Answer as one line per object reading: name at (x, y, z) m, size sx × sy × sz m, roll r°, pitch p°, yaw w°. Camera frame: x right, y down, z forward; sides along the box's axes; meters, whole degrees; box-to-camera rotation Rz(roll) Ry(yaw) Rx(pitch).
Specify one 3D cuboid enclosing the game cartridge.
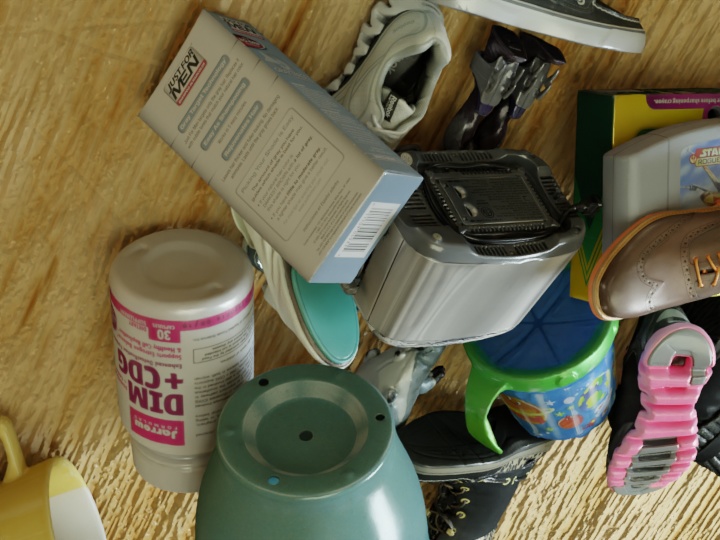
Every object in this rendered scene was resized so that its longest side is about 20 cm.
game cartridge at (0.284, -0.055, 1.135) m, size 0.200 × 0.042 × 0.133 m, roll -9°, pitch 109°, yaw -25°

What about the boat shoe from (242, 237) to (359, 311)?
boat shoe at (0.000, 0.000, 1.179) m, size 0.200 × 0.062 × 0.073 m, roll 12°, pitch 119°, yaw -23°

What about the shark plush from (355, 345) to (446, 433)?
shark plush at (0.036, 0.091, 1.237) m, size 0.083 × 0.091 × 0.200 m, roll 2°, pitch 127°, yaw -38°

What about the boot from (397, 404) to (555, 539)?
boot at (0.086, 0.204, 1.301) m, size 0.204 × 0.073 × 0.154 m, roll -5°, pitch 129°, yaw -45°

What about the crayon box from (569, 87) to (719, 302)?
crayon box at (0.274, -0.065, 1.181) m, size 0.200 × 0.058 × 0.173 m, roll -4°, pitch 103°, yaw -26°

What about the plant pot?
plant pot at (-0.039, 0.183, 1.100) m, size 0.200 × 0.200 × 0.188 m, roll -11°, pitch 134°, yaw -11°

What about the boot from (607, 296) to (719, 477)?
boot at (0.353, 0.103, 1.341) m, size 0.158 × 0.079 × 0.211 m, roll 21°, pitch 126°, yaw -21°

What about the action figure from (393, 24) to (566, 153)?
action figure at (0.087, -0.100, 1.142) m, size 0.130 × 0.069 × 0.200 m, roll 7°, pitch 124°, yaw -36°

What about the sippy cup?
sippy cup at (0.169, 0.079, 1.249) m, size 0.178 × 0.140 × 0.130 m, roll -20°, pitch 137°, yaw 6°

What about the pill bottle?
pill bottle at (-0.143, 0.077, 1.148) m, size 0.113 × 0.113 × 0.200 m, roll -7°, pitch 126°, yaw -13°

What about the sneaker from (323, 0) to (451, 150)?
sneaker at (0.006, -0.119, 1.098) m, size 0.075 × 0.081 × 0.200 m, roll 18°, pitch 115°, yaw -28°

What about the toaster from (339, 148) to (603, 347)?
toaster at (0.079, -0.017, 1.095) m, size 0.200 × 0.114 × 0.129 m, roll -6°, pitch 143°, yaw -32°

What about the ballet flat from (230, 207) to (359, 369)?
ballet flat at (-0.059, -0.014, 1.117) m, size 0.069 × 0.069 × 0.200 m, roll -22°, pitch 96°, yaw -4°

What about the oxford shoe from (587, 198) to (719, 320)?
oxford shoe at (0.264, -0.012, 1.072) m, size 0.200 × 0.073 × 0.071 m, roll -25°, pitch 110°, yaw -20°

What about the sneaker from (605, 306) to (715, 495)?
sneaker at (0.262, 0.112, 1.272) m, size 0.079 × 0.095 × 0.200 m, roll 3°, pitch 122°, yaw -13°

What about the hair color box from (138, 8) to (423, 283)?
hair color box at (-0.061, -0.090, 1.022) m, size 0.099 × 0.200 × 0.061 m, roll -55°, pitch 155°, yaw 18°

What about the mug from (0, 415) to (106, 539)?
mug at (-0.312, 0.235, 1.203) m, size 0.153 × 0.187 × 0.149 m, roll -17°, pitch 157°, yaw 4°

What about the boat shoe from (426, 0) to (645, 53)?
boat shoe at (0.144, -0.212, 1.090) m, size 0.200 × 0.069 × 0.057 m, roll 9°, pitch 102°, yaw -28°
